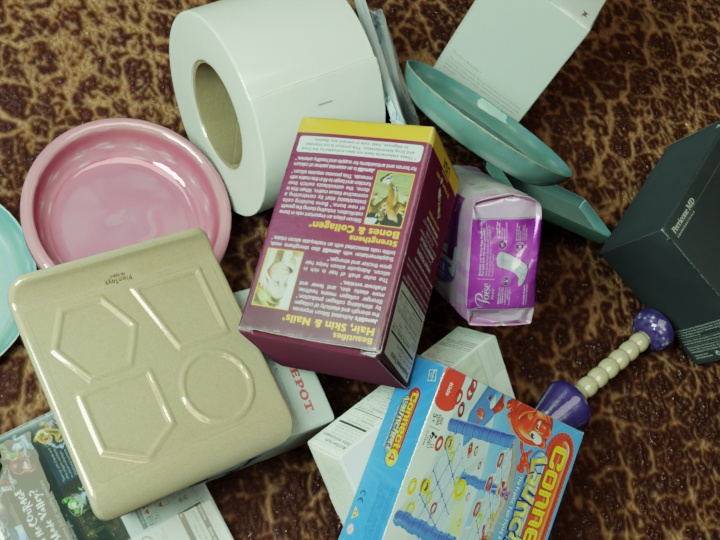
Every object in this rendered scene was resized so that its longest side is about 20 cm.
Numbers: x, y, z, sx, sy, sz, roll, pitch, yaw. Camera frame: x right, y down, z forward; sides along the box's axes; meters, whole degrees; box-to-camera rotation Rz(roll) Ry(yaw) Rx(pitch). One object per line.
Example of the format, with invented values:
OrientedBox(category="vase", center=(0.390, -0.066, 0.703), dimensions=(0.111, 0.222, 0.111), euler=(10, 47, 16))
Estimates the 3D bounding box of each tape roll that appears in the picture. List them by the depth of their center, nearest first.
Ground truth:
OrientedBox(category="tape roll", center=(-0.084, -0.172, 0.973), dimensions=(0.138, 0.203, 0.205), euler=(-23, 76, -25))

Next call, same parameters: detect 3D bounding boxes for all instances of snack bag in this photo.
OrientedBox(category="snack bag", center=(0.038, -0.195, 1.043), dimensions=(0.021, 0.200, 0.191), euler=(-18, 72, 9))

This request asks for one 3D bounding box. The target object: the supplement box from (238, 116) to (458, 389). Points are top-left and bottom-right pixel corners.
OrientedBox(category="supplement box", center=(-0.004, -0.017, 0.844), dimensions=(0.129, 0.103, 0.203), euler=(9, 71, 22))

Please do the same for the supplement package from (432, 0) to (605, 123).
OrientedBox(category="supplement package", center=(0.168, -0.253, 1.086), dimensions=(0.116, 0.200, 0.118), euler=(36, 48, 0))

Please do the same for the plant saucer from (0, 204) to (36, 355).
OrientedBox(category="plant saucer", center=(-0.394, 0.012, 0.886), dimensions=(0.197, 0.027, 0.203), euler=(7, 65, -16))

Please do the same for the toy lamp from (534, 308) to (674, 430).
OrientedBox(category="toy lamp", center=(0.257, 0.113, 1.052), dimensions=(0.199, 0.058, 0.059), euler=(-33, 81, -27))

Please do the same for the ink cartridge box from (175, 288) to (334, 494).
OrientedBox(category="ink cartridge box", center=(-0.142, 0.108, 0.880), dimensions=(0.198, 0.083, 0.147), euler=(-15, 72, -35))

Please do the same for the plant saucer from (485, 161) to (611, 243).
OrientedBox(category="plant saucer", center=(0.207, -0.074, 1.078), dimensions=(0.199, 0.019, 0.070), euler=(18, 35, -46))

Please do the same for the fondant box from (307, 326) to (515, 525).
OrientedBox(category="fondant box", center=(0.062, 0.168, 0.921), dimensions=(0.199, 0.058, 0.146), euler=(-33, 115, -27))

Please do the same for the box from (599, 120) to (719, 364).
OrientedBox(category="box", center=(0.400, -0.034, 1.119), dimensions=(0.182, 0.104, 0.200), euler=(47, 60, -11))

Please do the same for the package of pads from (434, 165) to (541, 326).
OrientedBox(category="package of pads", center=(0.111, -0.031, 0.967), dimensions=(0.074, 0.200, 0.123), euler=(-1, 104, -10))

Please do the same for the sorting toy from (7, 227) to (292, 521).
OrientedBox(category="sorting toy", center=(-0.170, 0.079, 0.809), dimensions=(0.183, 0.036, 0.202), euler=(-18, 78, -35))

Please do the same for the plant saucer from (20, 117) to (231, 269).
OrientedBox(category="plant saucer", center=(-0.226, -0.049, 0.957), dimensions=(0.197, 0.051, 0.204), euler=(8, 65, -16))

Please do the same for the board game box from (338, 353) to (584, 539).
OrientedBox(category="board game box", center=(0.090, 0.203, 0.876), dimensions=(0.194, 0.056, 0.203), euler=(27, 81, -35))

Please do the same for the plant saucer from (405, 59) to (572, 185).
OrientedBox(category="plant saucer", center=(0.123, -0.142, 0.984), dimensions=(0.198, 0.028, 0.201), euler=(31, 18, -11))

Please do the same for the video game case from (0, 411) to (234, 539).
OrientedBox(category="video game case", center=(-0.225, 0.211, 0.862), dimensions=(0.180, 0.023, 0.202), euler=(-25, 78, -27))
